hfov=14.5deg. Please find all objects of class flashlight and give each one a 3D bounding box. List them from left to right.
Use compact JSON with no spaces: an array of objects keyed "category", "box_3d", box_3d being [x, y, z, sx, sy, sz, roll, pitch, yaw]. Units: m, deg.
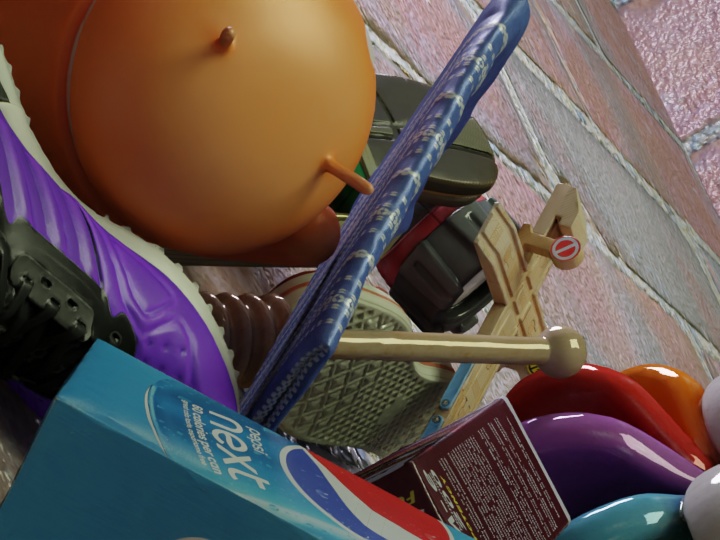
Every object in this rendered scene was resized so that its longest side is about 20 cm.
[{"category":"flashlight","box_3d":[-0.007,-0.059,1.321,0.200,0.068,0.068,48,31,16]}]

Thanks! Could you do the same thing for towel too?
[{"category":"towel","box_3d":[0.000,0.000,1.021,0.024,0.145,0.200,31,48,-2]}]

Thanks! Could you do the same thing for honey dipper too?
[{"category":"honey dipper","box_3d":[0.011,0.028,1.136,0.199,0.038,0.038,1,53,-34]}]

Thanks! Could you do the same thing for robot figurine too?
[{"category":"robot figurine","box_3d":[-0.069,-0.068,0.992,0.200,0.116,0.145,20,-67,56]}]

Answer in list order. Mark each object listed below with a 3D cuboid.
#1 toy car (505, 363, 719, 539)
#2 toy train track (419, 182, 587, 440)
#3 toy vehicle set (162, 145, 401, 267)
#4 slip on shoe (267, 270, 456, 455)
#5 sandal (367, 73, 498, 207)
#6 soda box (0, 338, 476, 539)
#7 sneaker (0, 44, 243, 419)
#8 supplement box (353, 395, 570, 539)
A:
[{"category":"toy car","box_3d":[0.113,0.111,1.193,0.150,0.175,0.200,38,28,-8]},{"category":"toy train track","box_3d":[0.061,0.049,1.251,0.201,0.032,0.115,-60,151,-25]},{"category":"toy vehicle set","box_3d":[-0.071,-0.089,1.178,0.124,0.027,0.201,0,54,-35]},{"category":"slip on shoe","box_3d":[-0.010,0.033,1.225,0.061,0.074,0.200,51,6,19]},{"category":"sandal","box_3d":[-0.034,-0.062,1.243,0.199,0.055,0.082,12,48,-30]},{"category":"soda box","box_3d":[-0.012,0.102,0.853,0.199,0.068,0.064,28,16,-2]},{"category":"sneaker","box_3d":[-0.115,0.005,0.888,0.200,0.069,0.100,52,21,-18]},{"category":"supplement box","box_3d":[0.005,0.105,1.032,0.061,0.108,0.200,62,12,2]}]
